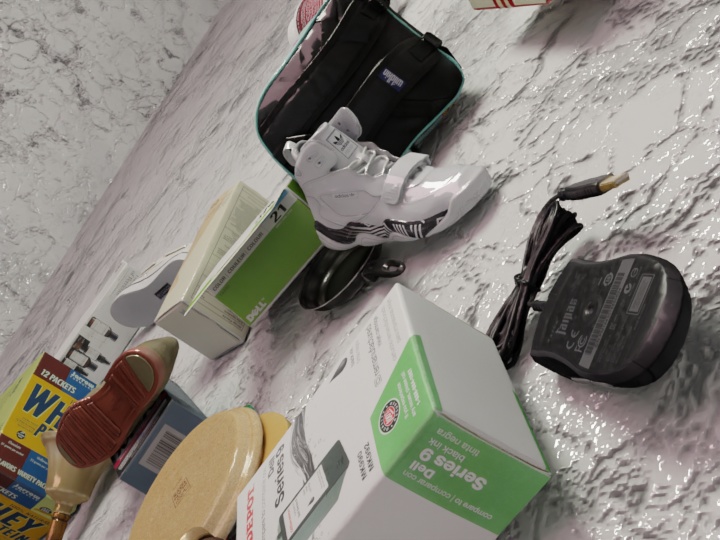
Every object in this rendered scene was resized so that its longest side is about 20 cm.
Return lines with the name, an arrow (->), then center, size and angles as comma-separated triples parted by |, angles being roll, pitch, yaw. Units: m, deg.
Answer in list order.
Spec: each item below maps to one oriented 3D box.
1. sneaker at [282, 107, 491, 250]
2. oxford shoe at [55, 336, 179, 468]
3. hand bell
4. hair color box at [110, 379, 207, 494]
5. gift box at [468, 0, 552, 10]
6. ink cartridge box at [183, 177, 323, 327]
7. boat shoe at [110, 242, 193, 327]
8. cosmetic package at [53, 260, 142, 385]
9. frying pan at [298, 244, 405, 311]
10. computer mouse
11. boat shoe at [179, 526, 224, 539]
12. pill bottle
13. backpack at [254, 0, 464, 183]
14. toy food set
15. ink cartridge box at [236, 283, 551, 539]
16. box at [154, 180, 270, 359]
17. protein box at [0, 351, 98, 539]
sneaker -> 0.015, -0.087, 0.792 | 0.199, 0.115, 0.075 | -10, 31, 42
oxford shoe -> -0.261, 0.146, 0.963 | 0.200, 0.071, 0.074 | -41, 0, 27
hand bell -> -0.369, 0.308, 1.074 | 0.104, 0.104, 0.201 | -26, 46, 48
hair color box -> -0.241, 0.180, 1.014 | 0.099, 0.060, 0.200 | -56, 22, -8
gift box -> 0.182, -0.353, 0.813 | 0.199, 0.187, 0.185 | -32, 21, -1
ink cartridge box -> -0.099, -0.011, 0.935 | 0.148, 0.076, 0.200 | -48, 9, 13
boat shoe -> -0.316, 0.020, 1.387 | 0.200, 0.072, 0.066 | -38, 22, 31
cosmetic package -> -0.418, 0.090, 1.469 | 0.201, 0.082, 0.051 | -57, 25, -9
frying pan -> 0.005, -0.013, 0.852 | 0.189, 0.031, 0.115 | -21, 37, 48
computer mouse -> 0.148, 0.005, 0.526 | 0.141, 0.046, 0.200 | -66, 14, -10
boat shoe -> -0.144, 0.294, 0.648 | 0.070, 0.070, 0.201 | 24, 82, 26
pill bottle -> -0.036, -0.395, 1.384 | 0.200, 0.113, 0.113 | -8, 49, 59
backpack -> -0.012, -0.173, 0.939 | 0.201, 0.175, 0.153 | -53, 6, -5
toy food set -> -0.143, 0.209, 0.796 | 0.198, 0.049, 0.201 | -9, 49, 60
ink cartridge box -> 0.007, 0.133, 0.536 | 0.201, 0.084, 0.146 | -54, 20, 18
box -> -0.166, -0.002, 1.093 | 0.078, 0.095, 0.201 | -31, 30, 45
protein box -> -0.472, 0.264, 1.246 | 0.200, 0.135, 0.199 | -38, 26, 33
